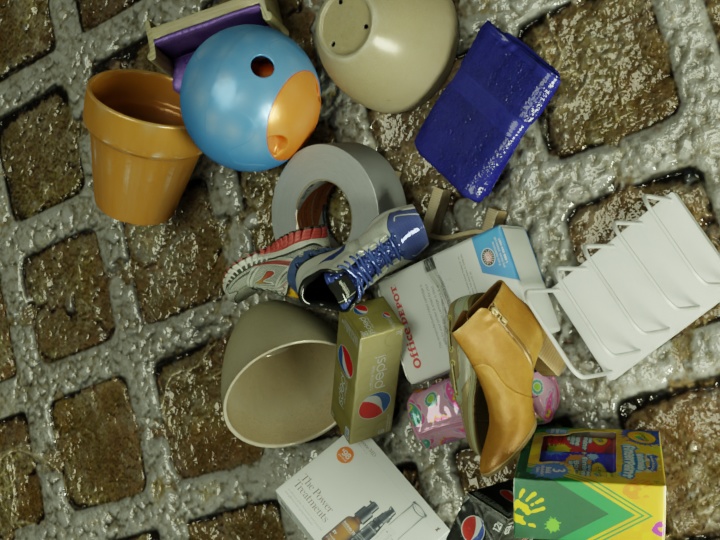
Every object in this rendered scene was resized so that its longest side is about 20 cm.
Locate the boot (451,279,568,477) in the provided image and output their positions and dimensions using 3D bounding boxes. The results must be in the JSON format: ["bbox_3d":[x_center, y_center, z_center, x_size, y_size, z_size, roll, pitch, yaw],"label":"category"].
[{"bbox_3d":[0.153,0.124,1.463,0.202,0.144,0.071,-56,19,-25],"label":"boot"}]

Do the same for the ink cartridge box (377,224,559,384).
[{"bbox_3d":[0.138,0.046,1.613,0.198,0.084,0.147,-25,77,30],"label":"ink cartridge box"}]

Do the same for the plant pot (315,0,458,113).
[{"bbox_3d":[0.015,-0.321,1.672,0.198,0.134,0.204,-1,89,34],"label":"plant pot"}]

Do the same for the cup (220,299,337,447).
[{"bbox_3d":[-0.111,0.125,1.732,0.201,0.199,0.144,-49,40,22],"label":"cup"}]

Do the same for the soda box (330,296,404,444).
[{"bbox_3d":[0.008,0.134,1.646,0.064,0.067,0.202,54,150,41],"label":"soda box"}]

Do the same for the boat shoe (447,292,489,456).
[{"bbox_3d":[0.145,0.129,1.530,0.066,0.073,0.203,-3,89,57],"label":"boat shoe"}]

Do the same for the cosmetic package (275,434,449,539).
[{"bbox_3d":[0.003,0.331,1.672,0.150,0.052,0.200,-36,65,-17],"label":"cosmetic package"}]

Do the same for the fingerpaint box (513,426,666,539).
[{"bbox_3d":[0.265,0.242,1.429,0.164,0.200,0.075,1,100,12],"label":"fingerpaint box"}]

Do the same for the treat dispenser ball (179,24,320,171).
[{"bbox_3d":[-0.153,-0.240,1.730,0.198,0.200,0.204,-1,89,33],"label":"treat dispenser ball"}]

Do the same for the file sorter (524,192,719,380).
[{"bbox_3d":[0.318,0.020,1.474,0.200,0.124,0.140,-41,69,25],"label":"file sorter"}]

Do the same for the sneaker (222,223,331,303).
[{"bbox_3d":[-0.116,0.008,1.710,0.199,0.077,0.083,-26,81,39],"label":"sneaker"}]

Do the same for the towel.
[{"bbox_3d":[0.167,-0.206,1.624,0.148,0.049,0.201,48,114,35],"label":"towel"}]

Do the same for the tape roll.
[{"bbox_3d":[-0.031,-0.076,1.720,0.198,0.066,0.204,6,99,38],"label":"tape roll"}]

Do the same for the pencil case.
[{"bbox_3d":[0.158,0.173,1.598,0.198,0.087,0.089,-17,80,33],"label":"pencil case"}]

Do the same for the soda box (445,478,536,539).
[{"bbox_3d":[0.186,0.301,1.509,0.063,0.199,0.072,31,105,30],"label":"soda box"}]

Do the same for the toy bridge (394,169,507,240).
[{"bbox_3d":[0.101,-0.079,1.674,0.198,0.027,0.068,23,102,32],"label":"toy bridge"}]

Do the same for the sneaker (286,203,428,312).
[{"bbox_3d":[-0.001,0.000,1.591,0.197,0.115,0.081,-25,112,6],"label":"sneaker"}]

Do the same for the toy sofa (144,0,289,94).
[{"bbox_3d":[-0.209,-0.338,1.813,0.197,0.083,0.099,-16,76,12],"label":"toy sofa"}]

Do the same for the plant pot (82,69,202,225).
[{"bbox_3d":[-0.328,-0.178,1.872,0.199,0.199,0.185,33,121,29],"label":"plant pot"}]
